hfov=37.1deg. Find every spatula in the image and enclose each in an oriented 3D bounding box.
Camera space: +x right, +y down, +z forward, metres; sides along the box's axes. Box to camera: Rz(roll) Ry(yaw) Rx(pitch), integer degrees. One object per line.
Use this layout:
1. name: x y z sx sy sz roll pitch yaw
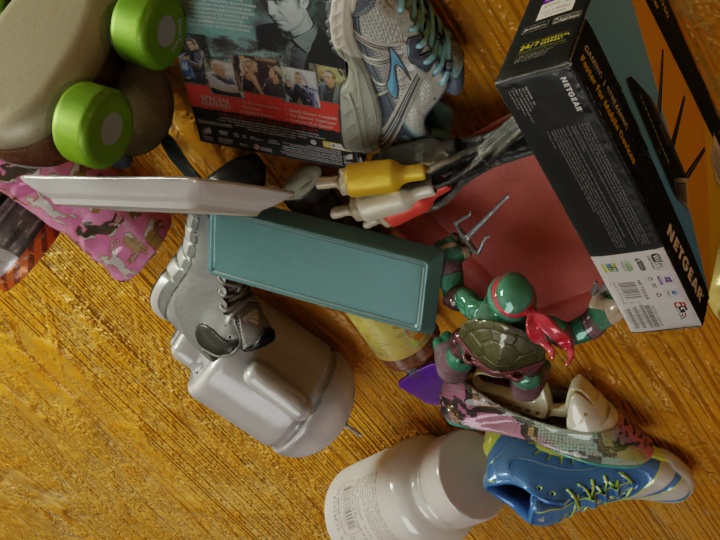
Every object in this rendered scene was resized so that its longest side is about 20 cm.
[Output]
1. spatula: 0.025 0.064 0.996 0.200 0.021 0.056 43 127 -18

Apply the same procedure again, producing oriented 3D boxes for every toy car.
1. toy car: -0.200 -0.119 0.818 0.162 0.160 0.201 17 160 24

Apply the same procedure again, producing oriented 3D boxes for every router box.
1. router box: 0.160 -0.086 0.635 0.050 0.150 0.201 -8 132 37

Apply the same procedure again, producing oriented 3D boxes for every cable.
1. cable: 0.072 -0.065 0.727 0.197 0.051 0.097 -9 156 30

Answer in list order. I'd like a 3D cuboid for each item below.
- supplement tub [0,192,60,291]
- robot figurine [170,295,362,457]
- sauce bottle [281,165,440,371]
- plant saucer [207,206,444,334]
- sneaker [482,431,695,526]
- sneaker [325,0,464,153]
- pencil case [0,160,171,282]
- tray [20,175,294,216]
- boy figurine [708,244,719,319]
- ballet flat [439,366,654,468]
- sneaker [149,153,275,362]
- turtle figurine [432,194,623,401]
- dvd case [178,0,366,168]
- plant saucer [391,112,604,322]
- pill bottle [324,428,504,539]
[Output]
1. supplement tub: -0.371 -0.080 0.970 0.200 0.124 0.122 42 140 -21
2. robot figurine: -0.086 0.102 1.029 0.199 0.114 0.170 35 -178 -13
3. sauce bottle: 0.000 0.000 0.899 0.065 0.067 0.201 -6 135 34
4. plant saucer: -0.034 -0.004 0.821 0.197 0.019 0.071 14 115 19
5. sneaker: 0.202 0.201 0.988 0.197 0.106 0.076 14 142 16
6. sneaker: 0.029 -0.155 0.704 0.085 0.079 0.201 8 149 11
7. pencil case: -0.259 -0.073 0.925 0.086 0.084 0.199 -34 126 26
8. tray: -0.155 -0.056 0.807 0.197 0.023 0.107 4 180 37
9. boy figurine: 0.328 0.012 0.713 0.196 0.065 0.125 10 141 4
10. ballet flat: 0.166 0.121 0.957 0.197 0.069 0.072 13 120 17
11. sneaker: -0.101 0.003 0.908 0.116 0.075 0.201 48 133 16
12. turtle figurine: 0.109 0.033 0.794 0.148 0.101 0.201 30 154 12
13. dvd case: -0.071 -0.164 0.783 0.143 0.022 0.202 12 142 18
14. plant saucer: 0.134 -0.035 0.804 0.199 0.037 0.199 43 139 -21
15. pill bottle: 0.057 0.233 1.102 0.114 0.115 0.199 36 142 -15
